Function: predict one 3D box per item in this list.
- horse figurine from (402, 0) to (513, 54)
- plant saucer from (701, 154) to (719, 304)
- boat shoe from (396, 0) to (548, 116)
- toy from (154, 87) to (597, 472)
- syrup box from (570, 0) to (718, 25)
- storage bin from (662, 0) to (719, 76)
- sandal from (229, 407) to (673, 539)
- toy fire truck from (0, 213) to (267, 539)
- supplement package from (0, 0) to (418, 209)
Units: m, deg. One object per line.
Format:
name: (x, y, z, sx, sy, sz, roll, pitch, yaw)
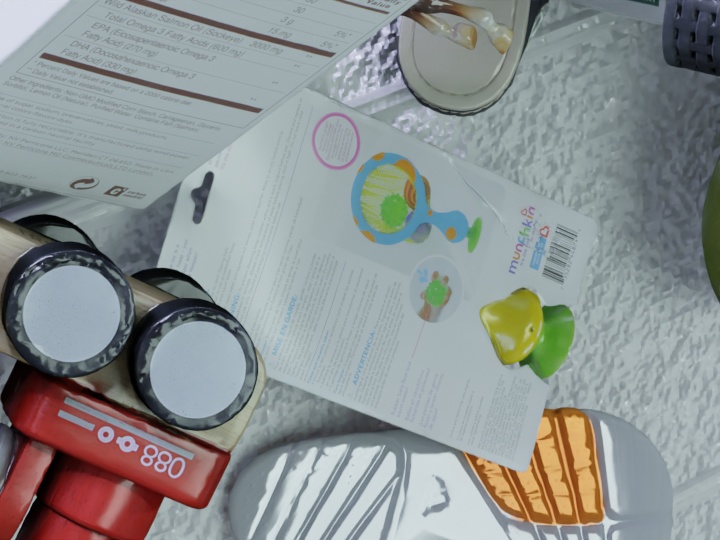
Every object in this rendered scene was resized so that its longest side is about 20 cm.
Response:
horse figurine: (0.010, -0.127, 1.061, 0.132, 0.200, 0.050, 18, 64, -15)
plant saucer: (0.215, -0.069, 1.316, 0.200, 0.031, 0.200, -44, 156, -26)
boat shoe: (0.061, -0.161, 1.205, 0.063, 0.072, 0.201, 54, 52, -83)
toy: (0.000, 0.000, 1.188, 0.200, 0.047, 0.115, 22, 80, -28)
syrup box: (0.146, -0.211, 1.232, 0.081, 0.079, 0.201, -12, 110, -36)
storage bin: (0.199, -0.169, 1.140, 0.135, 0.094, 0.201, -5, 107, -68)
sandal: (0.037, 0.096, 1.251, 0.206, 0.059, 0.079, 3, 93, -18)
toy fire truck: (-0.153, 0.072, 1.049, 0.176, 0.129, 0.200, 25, 92, -16)
supplement package: (-0.069, -0.123, 0.984, 0.117, 0.200, 0.117, 12, 55, -41)
